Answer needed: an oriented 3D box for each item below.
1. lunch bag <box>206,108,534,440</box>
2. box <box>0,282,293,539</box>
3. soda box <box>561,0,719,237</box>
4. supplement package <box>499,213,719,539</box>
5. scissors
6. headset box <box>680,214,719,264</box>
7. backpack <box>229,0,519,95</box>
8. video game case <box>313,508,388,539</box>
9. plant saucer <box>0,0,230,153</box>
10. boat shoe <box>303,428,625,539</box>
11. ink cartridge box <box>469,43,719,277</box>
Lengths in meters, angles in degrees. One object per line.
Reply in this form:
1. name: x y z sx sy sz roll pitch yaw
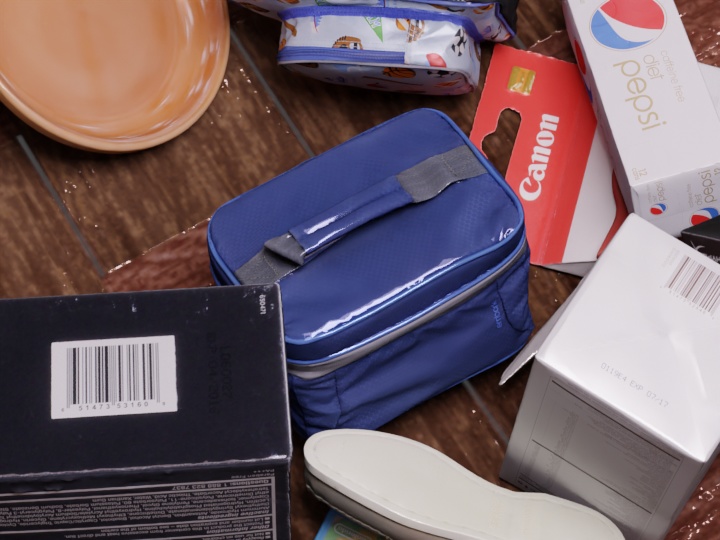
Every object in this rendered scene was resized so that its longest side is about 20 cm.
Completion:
1. lunch bag: 0.000 0.000 1.323 0.199 0.133 0.136 -28 51 -14
2. box: -0.139 0.113 1.237 0.199 0.199 0.124 -3 54 -4
3. soda box: 0.183 -0.115 1.391 0.068 0.064 0.201 -15 50 3
4. supplement package: 0.163 0.076 1.276 0.113 0.200 0.110 32 68 11
5. scissors: 0.161 0.000 1.369 0.073 0.014 0.200 22 68 23
6. headset box: 0.301 0.045 1.329 0.148 0.075 0.201 -22 101 -12
7. backpack: 0.007 -0.193 1.412 0.190 0.200 0.155 13 85 9
8. video game case: 0.003 0.257 1.284 0.143 0.018 0.201 25 66 8
9. plant saucer: -0.179 -0.170 1.422 0.199 0.037 0.201 11 70 -32
10. boat shoe: 0.056 0.155 1.294 0.201 0.060 0.072 20 36 2
11. ink cartridge box: 0.170 -0.071 1.431 0.199 0.050 0.162 16 65 2
